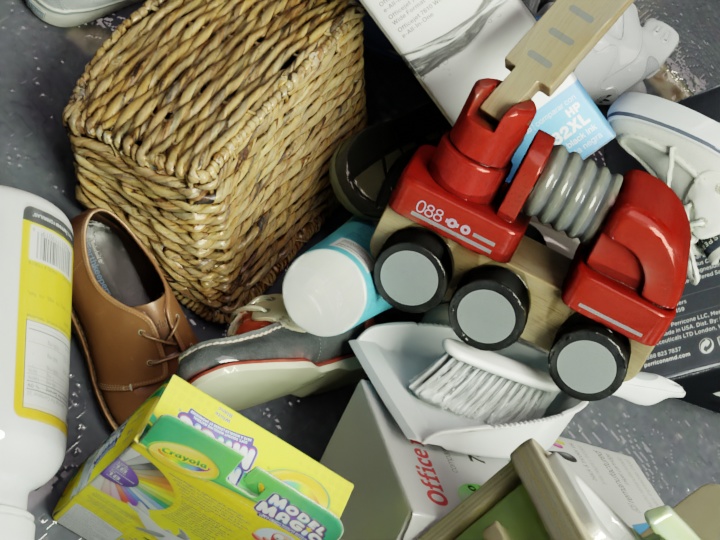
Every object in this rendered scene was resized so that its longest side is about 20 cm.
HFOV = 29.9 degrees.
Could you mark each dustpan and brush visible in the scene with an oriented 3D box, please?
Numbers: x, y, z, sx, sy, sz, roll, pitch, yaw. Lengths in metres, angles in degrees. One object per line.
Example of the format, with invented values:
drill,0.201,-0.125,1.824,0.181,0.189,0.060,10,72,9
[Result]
dustpan and brush,0.107,0.070,0.816,0.199,0.140,0.057,17,107,-23

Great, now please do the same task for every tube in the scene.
tube,0.000,0.000,0.865,0.078,0.050,0.200,64,14,-1

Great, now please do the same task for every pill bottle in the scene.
pill bottle,-0.219,0.061,0.750,0.112,0.112,0.201,8,66,-24

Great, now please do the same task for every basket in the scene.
basket,-0.097,-0.091,0.905,0.142,0.149,0.200,23,55,22

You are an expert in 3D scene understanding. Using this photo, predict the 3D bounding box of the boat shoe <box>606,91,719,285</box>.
boat shoe,0.231,-0.032,0.861,0.202,0.075,0.086,35,84,12

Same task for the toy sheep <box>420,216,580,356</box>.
toy sheep,0.105,0.024,0.923,0.137,0.138,0.201,29,65,-14

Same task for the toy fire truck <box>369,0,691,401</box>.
toy fire truck,0.123,-0.058,0.787,0.175,0.201,0.129,27,30,4

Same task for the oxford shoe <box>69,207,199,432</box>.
oxford shoe,-0.128,0.052,0.826,0.071,0.071,0.200,-31,87,-35

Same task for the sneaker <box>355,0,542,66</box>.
sneaker,0.055,-0.192,1.002,0.199,0.082,0.074,23,39,-16

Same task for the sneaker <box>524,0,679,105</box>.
sneaker,0.195,-0.218,1.101,0.114,0.075,0.201,19,67,-20

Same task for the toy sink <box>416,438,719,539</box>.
toy sink,0.095,0.169,0.640,0.112,0.200,0.130,45,10,-26

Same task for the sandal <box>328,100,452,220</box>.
sandal,0.039,-0.075,0.964,0.201,0.057,0.080,-15,75,-48

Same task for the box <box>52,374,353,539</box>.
box,-0.088,0.124,0.738,0.117,0.200,0.048,33,59,-11

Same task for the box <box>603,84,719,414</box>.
box,0.284,-0.004,0.991,0.196,0.117,0.201,19,59,-47

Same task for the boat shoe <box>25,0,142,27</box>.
boat shoe,-0.141,-0.232,0.935,0.201,0.071,0.070,-34,87,-33

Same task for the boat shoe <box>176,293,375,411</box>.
boat shoe,-0.050,0.045,0.834,0.200,0.071,0.063,-4,70,-59

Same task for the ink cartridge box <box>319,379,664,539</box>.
ink cartridge box,0.072,0.182,0.796,0.199,0.147,0.147,17,20,-20

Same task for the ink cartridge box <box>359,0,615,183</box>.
ink cartridge box,0.072,-0.157,0.895,0.200,0.084,0.145,52,12,-12
